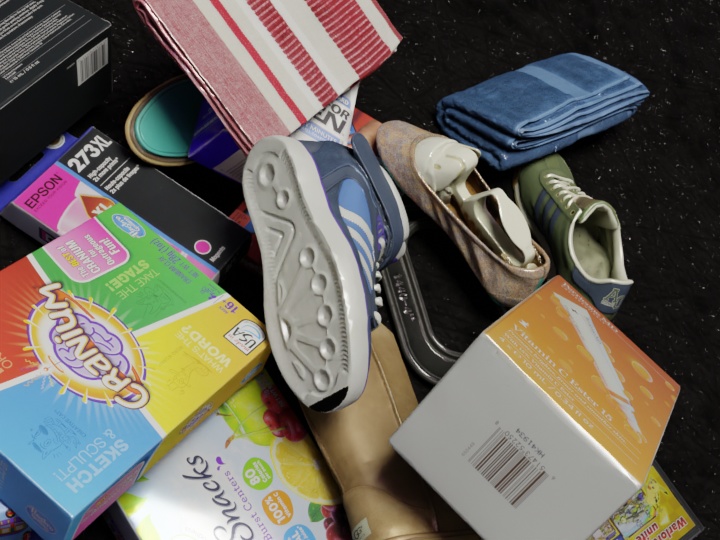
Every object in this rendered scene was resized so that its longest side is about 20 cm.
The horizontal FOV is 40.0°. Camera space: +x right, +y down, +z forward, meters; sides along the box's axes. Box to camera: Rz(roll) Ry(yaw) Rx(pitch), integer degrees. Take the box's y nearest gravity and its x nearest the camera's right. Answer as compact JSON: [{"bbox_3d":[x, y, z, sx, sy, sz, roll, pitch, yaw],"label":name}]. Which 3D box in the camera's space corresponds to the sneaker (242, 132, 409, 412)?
[{"bbox_3d":[0.000,0.000,0.703,0.146,0.080,0.202,8,60,-50],"label":"sneaker"}]

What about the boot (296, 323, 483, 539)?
[{"bbox_3d":[0.041,0.120,0.707,0.174,0.066,0.201,9,44,-36],"label":"boot"}]

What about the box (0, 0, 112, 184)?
[{"bbox_3d":[-0.301,-0.137,0.731,0.141,0.079,0.200,32,54,9],"label":"box"}]

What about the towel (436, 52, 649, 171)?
[{"bbox_3d":[0.176,-0.163,0.958,0.199,0.049,0.111,-25,45,-31],"label":"towel"}]

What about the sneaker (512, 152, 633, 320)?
[{"bbox_3d":[0.197,-0.044,0.889,0.066,0.090,0.202,3,60,-20],"label":"sneaker"}]

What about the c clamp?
[{"bbox_3d":[0.099,0.026,0.851,0.169,0.027,0.201,-13,68,-22],"label":"c clamp"}]

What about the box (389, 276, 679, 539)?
[{"bbox_3d":[0.125,0.095,0.661,0.124,0.098,0.200,43,23,11],"label":"box"}]

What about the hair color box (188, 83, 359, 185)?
[{"bbox_3d":[-0.059,-0.162,0.807,0.109,0.065,0.202,26,59,-30],"label":"hair color box"}]

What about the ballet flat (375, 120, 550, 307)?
[{"bbox_3d":[0.091,-0.062,0.833,0.068,0.067,0.200,-34,80,-33],"label":"ballet flat"}]

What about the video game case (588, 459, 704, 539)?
[{"bbox_3d":[0.139,0.175,0.760,0.199,0.026,0.181,-27,74,-25],"label":"video game case"}]

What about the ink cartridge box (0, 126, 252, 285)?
[{"bbox_3d":[-0.190,-0.044,0.751,0.199,0.037,0.095,32,56,7],"label":"ink cartridge box"}]

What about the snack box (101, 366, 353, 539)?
[{"bbox_3d":[-0.076,0.179,0.665,0.142,0.053,0.201,-28,74,-33],"label":"snack box"}]

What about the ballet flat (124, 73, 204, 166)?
[{"bbox_3d":[-0.128,-0.136,0.826,0.200,0.063,0.069,-39,109,-41],"label":"ballet flat"}]

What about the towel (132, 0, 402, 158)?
[{"bbox_3d":[-0.063,-0.188,0.758,0.144,0.023,0.200,53,51,-10],"label":"towel"}]

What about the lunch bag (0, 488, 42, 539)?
[{"bbox_3d":[-0.289,0.091,0.612,0.149,0.094,0.201,-7,58,-26],"label":"lunch bag"}]

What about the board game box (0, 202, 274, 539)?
[{"bbox_3d":[-0.168,0.055,0.620,0.153,0.040,0.200,38,40,8],"label":"board game box"}]

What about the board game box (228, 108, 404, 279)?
[{"bbox_3d":[-0.028,-0.062,0.842,0.102,0.020,0.200,32,54,6],"label":"board game box"}]
